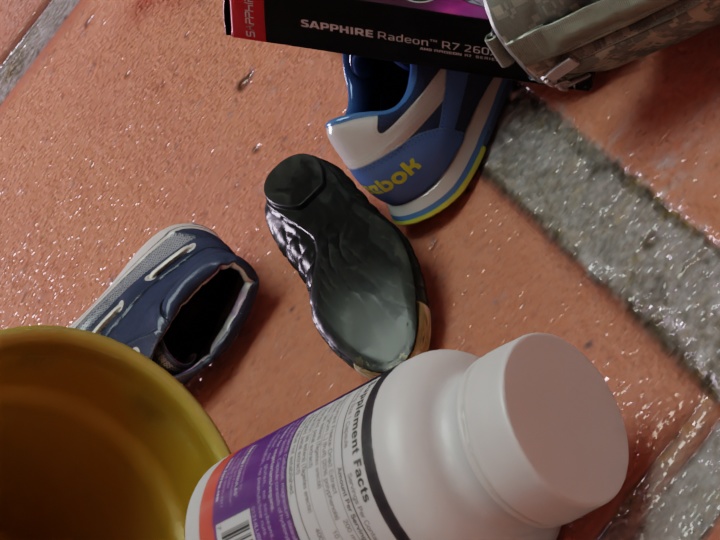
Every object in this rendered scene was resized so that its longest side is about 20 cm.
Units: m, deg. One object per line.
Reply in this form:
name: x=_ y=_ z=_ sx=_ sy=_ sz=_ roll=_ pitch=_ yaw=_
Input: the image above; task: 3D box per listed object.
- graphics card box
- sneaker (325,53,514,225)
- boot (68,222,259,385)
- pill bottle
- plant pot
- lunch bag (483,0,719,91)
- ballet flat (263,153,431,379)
graphics card box: x=0.037 y=-0.169 z=1.546 sx=0.051 sy=0.199 sz=0.126 roll=91 pitch=-169 yaw=-53
sneaker: x=0.042 y=-0.126 z=1.589 sx=0.074 sy=0.082 sz=0.201 roll=-20 pitch=42 yaw=50
boot: x=-0.139 y=0.061 z=1.667 sx=0.200 sy=0.073 sz=0.090 roll=-54 pitch=22 yaw=-2
pill bottle: x=0.022 y=0.103 z=1.329 sx=0.200 sy=0.111 sz=0.112 roll=-29 pitch=36 yaw=38
plant pot: x=-0.184 y=0.157 z=1.520 sx=0.189 sy=0.200 sz=0.201 roll=-43 pitch=26 yaw=51
lunch bag: x=0.156 y=-0.186 z=1.409 sx=0.199 sy=0.139 sz=0.168 roll=-21 pitch=36 yaw=40
ballet flat: x=0.000 y=0.000 z=1.563 sx=0.066 sy=0.057 sz=0.200 roll=-38 pitch=36 yaw=6
